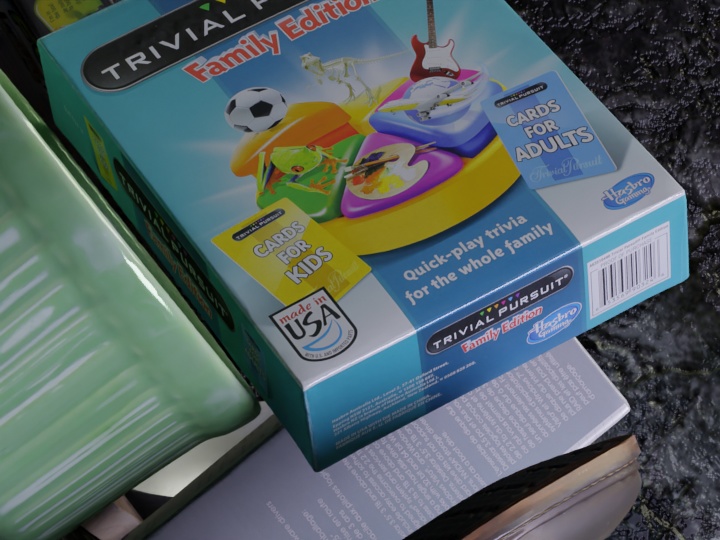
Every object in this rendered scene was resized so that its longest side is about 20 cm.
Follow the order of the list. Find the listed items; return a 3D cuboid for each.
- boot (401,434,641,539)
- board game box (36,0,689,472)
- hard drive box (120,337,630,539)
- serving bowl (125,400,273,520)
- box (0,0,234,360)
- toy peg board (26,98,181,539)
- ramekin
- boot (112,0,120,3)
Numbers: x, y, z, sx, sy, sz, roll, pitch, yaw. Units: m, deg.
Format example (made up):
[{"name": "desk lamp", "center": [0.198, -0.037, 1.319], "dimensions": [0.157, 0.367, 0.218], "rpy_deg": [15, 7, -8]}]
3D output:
[{"name": "boot", "center": [0.029, 0.136, 0.938], "dimensions": [0.097, 0.199, 0.075], "rpy_deg": [58, -25, -4]}, {"name": "board game box", "center": [-0.002, -0.041, 1.061], "dimensions": [0.200, 0.150, 0.047], "rpy_deg": [50, -21, 38]}, {"name": "hard drive box", "center": [-0.006, 0.083, 1.130], "dimensions": [0.077, 0.200, 0.156], "rpy_deg": [51, -1, -1]}, {"name": "serving bowl", "center": [-0.023, 0.112, 1.439], "dimensions": [0.200, 0.199, 0.066], "rpy_deg": [-137, -139, -77]}, {"name": "box", "center": [-0.104, -0.059, 1.239], "dimensions": [0.201, 0.035, 0.110], "rpy_deg": [59, -14, -15]}, {"name": "toy peg board", "center": [-0.144, 0.000, 1.283], "dimensions": [0.200, 0.098, 0.199], "rpy_deg": [51, -2, 17]}, {"name": "ramekin", "center": [-0.132, 0.000, 1.025], "dimensions": [0.200, 0.098, 0.200], "rpy_deg": [51, -2, 2]}, {"name": "boot", "center": [-0.048, -0.148, 1.292], "dimensions": [0.074, 0.162, 0.198], "rpy_deg": [55, -9, 5]}]
